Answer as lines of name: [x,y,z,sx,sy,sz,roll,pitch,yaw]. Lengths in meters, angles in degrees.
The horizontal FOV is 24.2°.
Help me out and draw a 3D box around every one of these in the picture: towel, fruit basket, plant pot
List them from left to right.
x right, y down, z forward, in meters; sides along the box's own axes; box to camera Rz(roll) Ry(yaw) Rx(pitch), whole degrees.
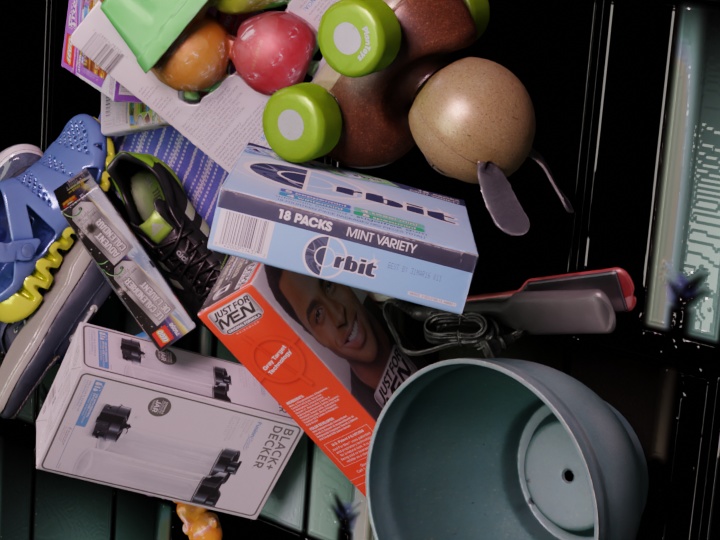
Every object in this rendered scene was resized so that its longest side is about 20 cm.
towel: [-0.172,-0.102,1.493,0.200,0.024,0.145,42,120,30]
fruit basket: [-0.094,-0.187,1.311,0.185,0.200,0.094,-48,19,14]
plant pot: [0.120,0.153,1.189,0.199,0.134,0.202,6,100,40]

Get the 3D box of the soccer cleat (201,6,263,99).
soccer cleat: [-0.106,-0.207,1.376,0.066,0.076,0.201,10,102,-3]

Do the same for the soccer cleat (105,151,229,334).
soccer cleat: [-0.149,-0.017,1.408,0.067,0.081,0.200,-41,72,11]

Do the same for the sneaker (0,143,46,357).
sneaker: [-0.308,-0.004,1.583,0.146,0.077,0.203,48,133,39]

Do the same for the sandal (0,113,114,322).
sandal: [-0.292,-0.056,1.501,0.079,0.087,0.201,11,70,49]

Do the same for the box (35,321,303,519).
box: [-0.157,0.127,1.393,0.117,0.199,0.060,-60,25,28]

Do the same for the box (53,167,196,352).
box: [-0.200,-0.013,1.397,0.137,0.040,0.200,56,174,-12]

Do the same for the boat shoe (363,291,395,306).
boat shoe: [-0.001,-0.003,1.322,0.201,0.060,0.072,-25,87,31]

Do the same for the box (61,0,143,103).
box: [-0.202,-0.254,1.412,0.137,0.039,0.201,34,118,56]

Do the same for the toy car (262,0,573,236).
toy car: [0.063,-0.099,1.204,0.200,0.164,0.158,45,124,13]

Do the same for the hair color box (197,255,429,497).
hair color box: [-0.023,0.063,1.263,0.061,0.102,0.200,-29,113,34]

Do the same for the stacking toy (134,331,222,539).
stacking toy: [-0.177,0.160,1.492,0.201,0.109,0.116,58,139,6]

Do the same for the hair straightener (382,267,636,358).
hair straightener: [0.096,0.032,1.217,0.199,0.077,0.041,-1,115,33]

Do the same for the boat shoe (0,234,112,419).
boat shoe: [-0.267,0.050,1.516,0.075,0.062,0.201,-6,54,59]

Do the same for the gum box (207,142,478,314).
gum box: [-0.010,-0.033,1.150,0.169,0.200,0.045,14,103,-3]

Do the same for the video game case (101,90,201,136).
video game case: [-0.179,-0.221,1.434,0.182,0.023,0.201,-1,88,61]
